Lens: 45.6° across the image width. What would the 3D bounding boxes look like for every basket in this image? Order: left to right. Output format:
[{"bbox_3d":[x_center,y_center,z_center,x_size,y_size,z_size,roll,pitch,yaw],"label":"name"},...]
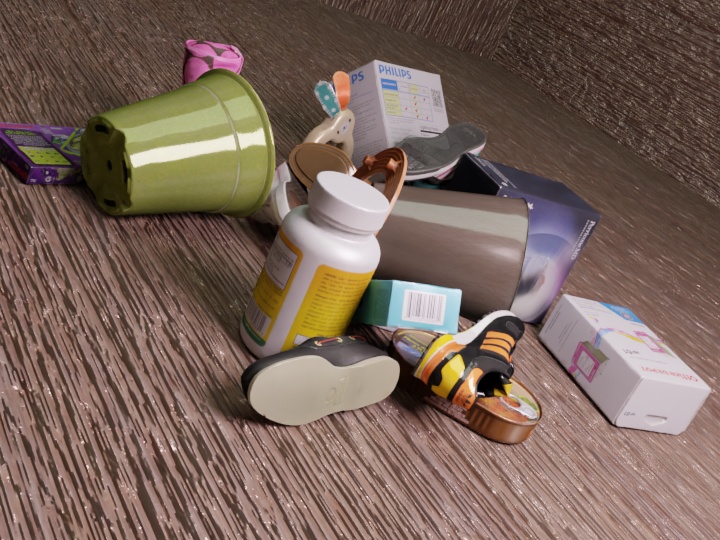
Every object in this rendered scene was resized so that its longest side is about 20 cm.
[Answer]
[{"bbox_3d":[0.096,-0.031,1.093,0.199,0.182,0.136,14,-17,-6],"label":"basket"}]

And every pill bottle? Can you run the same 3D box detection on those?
[{"bbox_3d":[-0.046,0.001,0.920,0.112,0.201,0.113,21,23,-9],"label":"pill bottle"}]

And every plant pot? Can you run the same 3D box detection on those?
[{"bbox_3d":[-0.244,-0.148,1.090,0.189,0.201,0.200,-18,46,-43],"label":"plant pot"}]

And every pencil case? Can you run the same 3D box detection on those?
[{"bbox_3d":[-0.213,-0.229,1.242,0.093,0.201,0.091,-3,28,-20],"label":"pencil case"}]

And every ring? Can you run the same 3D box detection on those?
[{"bbox_3d":[-0.014,-0.069,1.045,0.019,0.201,0.201,35,19,-20],"label":"ring"}]

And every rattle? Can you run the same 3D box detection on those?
[{"bbox_3d":[-0.022,-0.191,1.352,0.130,0.201,0.143,4,31,-40],"label":"rattle"}]

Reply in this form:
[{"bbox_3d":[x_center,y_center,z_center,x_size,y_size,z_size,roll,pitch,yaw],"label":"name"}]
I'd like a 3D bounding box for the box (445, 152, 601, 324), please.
[{"bbox_3d":[0.216,-0.043,1.281,0.197,0.201,0.123,11,26,-30],"label":"box"}]

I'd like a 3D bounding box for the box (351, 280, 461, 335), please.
[{"bbox_3d":[0.035,0.039,0.968,0.082,0.050,0.200,8,-3,-18],"label":"box"}]

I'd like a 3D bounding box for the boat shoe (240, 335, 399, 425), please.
[{"bbox_3d":[-0.046,0.106,0.867,0.063,0.074,0.201,31,20,37],"label":"boat shoe"}]

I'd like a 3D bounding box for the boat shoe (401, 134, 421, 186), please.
[{"bbox_3d":[0.113,-0.131,1.421,0.072,0.071,0.200,4,-38,51],"label":"boat shoe"}]

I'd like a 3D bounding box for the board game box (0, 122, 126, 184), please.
[{"bbox_3d":[-0.380,-0.154,1.132,0.120,0.032,0.199,43,27,26],"label":"board game box"}]

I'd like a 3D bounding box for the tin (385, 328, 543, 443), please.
[{"bbox_3d":[0.120,0.134,1.016,0.199,0.042,0.112,30,27,11],"label":"tin"}]

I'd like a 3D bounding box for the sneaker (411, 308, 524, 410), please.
[{"bbox_3d":[0.144,0.108,0.974,0.090,0.070,0.200,43,33,25],"label":"sneaker"}]

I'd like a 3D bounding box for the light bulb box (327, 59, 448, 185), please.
[{"bbox_3d":[0.056,-0.243,1.511,0.124,0.201,0.198,-14,-7,39],"label":"light bulb box"}]

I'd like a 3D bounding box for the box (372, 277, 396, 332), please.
[{"bbox_3d":[0.000,0.000,1.164,0.157,0.049,0.200,20,23,-14],"label":"box"}]

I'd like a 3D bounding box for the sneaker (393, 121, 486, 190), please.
[{"bbox_3d":[0.099,-0.146,1.294,0.199,0.121,0.084,-24,59,-38],"label":"sneaker"}]

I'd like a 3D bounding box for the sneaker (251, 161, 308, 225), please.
[{"bbox_3d":[-0.113,-0.082,1.189,0.073,0.084,0.200,50,9,-20],"label":"sneaker"}]

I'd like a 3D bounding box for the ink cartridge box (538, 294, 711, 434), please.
[{"bbox_3d":[0.372,0.131,1.218,0.144,0.085,0.200,11,28,-30],"label":"ink cartridge box"}]

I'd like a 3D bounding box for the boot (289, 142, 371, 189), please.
[{"bbox_3d":[-0.012,-0.108,1.279,0.199,0.077,0.155,23,-13,7],"label":"boot"}]
